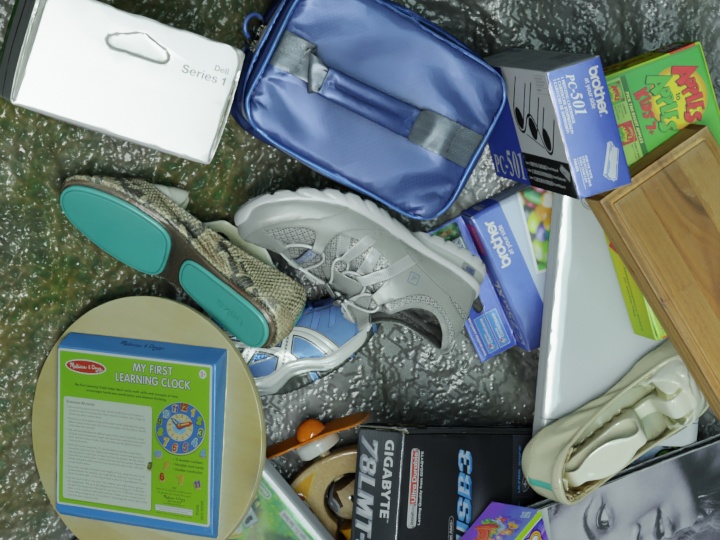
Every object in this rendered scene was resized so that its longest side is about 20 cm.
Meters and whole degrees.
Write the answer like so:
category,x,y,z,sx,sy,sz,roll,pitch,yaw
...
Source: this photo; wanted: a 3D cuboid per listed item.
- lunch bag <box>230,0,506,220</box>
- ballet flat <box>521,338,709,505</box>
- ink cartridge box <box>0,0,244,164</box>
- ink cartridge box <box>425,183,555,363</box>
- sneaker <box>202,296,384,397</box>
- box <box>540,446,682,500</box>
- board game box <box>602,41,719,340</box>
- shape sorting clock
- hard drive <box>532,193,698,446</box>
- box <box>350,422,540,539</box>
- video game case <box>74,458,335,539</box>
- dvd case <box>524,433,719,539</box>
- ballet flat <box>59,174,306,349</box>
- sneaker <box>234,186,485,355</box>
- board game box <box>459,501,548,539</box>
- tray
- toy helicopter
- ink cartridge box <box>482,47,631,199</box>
category,x,y,z,sx,sy,sz,roll,pitch,yaw
lunch bag,-0.002,-0.133,1.576,0.199,0.132,0.136,26,91,-15
ballet flat,0.214,0.110,1.625,0.200,0.069,0.070,-35,103,-9
ink cartridge box,-0.173,-0.138,1.501,0.145,0.200,0.085,17,93,-13
ink cartridge box,0.162,-0.020,1.677,0.199,0.042,0.120,-25,102,-7
sneaker,-0.076,0.053,1.613,0.199,0.076,0.077,-24,102,-8
box,0.197,0.184,1.714,0.110,0.035,0.201,4,97,-13
board game box,0.229,-0.060,1.616,0.101,0.048,0.201,-20,100,-13
shape sorting clock,-0.155,0.118,1.577,0.199,0.039,0.201,3,97,27
hard drive,0.205,0.034,1.660,0.131,0.027,0.201,3,96,-16
box,0.064,0.214,1.608,0.198,0.050,0.201,8,85,-55
video game case,-0.100,0.240,1.620,0.182,0.022,0.200,-37,99,17
dvd case,0.221,0.219,1.679,0.199,0.016,0.149,-18,115,-18
ballet flat,-0.125,-0.018,1.589,0.200,0.068,0.075,34,47,7
sneaker,0.000,0.000,1.568,0.199,0.075,0.082,20,66,-18
board game box,0.077,0.281,1.553,0.200,0.045,0.135,-44,127,-41
tray,0.259,0.004,1.585,0.098,0.037,0.200,-34,102,-8
toy helicopter,-0.053,0.172,1.639,0.199,0.079,0.133,-4,105,0
ink cartridge box,0.135,-0.110,1.575,0.044,0.200,0.094,-17,101,-10
